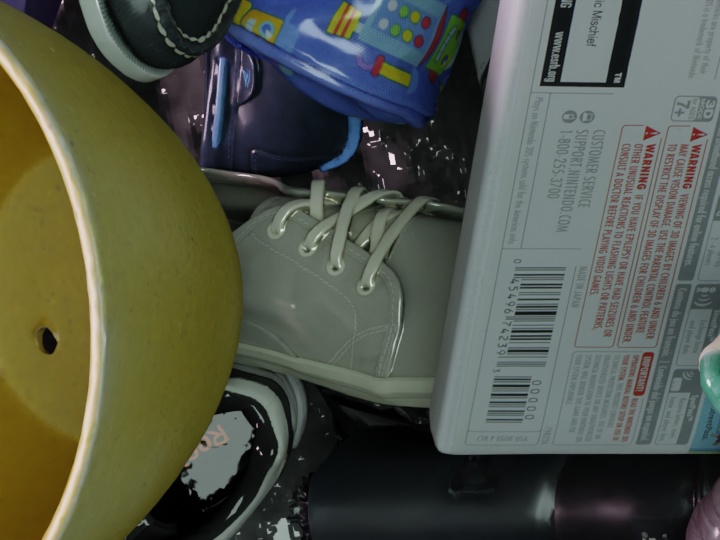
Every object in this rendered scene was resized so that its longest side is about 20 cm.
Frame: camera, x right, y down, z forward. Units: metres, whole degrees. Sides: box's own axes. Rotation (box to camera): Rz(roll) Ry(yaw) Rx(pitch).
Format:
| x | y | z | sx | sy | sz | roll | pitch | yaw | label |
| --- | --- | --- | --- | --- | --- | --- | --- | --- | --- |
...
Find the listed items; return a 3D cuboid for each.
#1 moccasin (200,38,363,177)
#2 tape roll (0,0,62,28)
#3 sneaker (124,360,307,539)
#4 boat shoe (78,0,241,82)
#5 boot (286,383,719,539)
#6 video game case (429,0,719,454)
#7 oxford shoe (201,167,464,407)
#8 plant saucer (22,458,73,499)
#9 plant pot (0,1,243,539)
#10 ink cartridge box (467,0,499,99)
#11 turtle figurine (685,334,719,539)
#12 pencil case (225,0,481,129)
| x | y | z | sx | sy | sz | roll | pitch | yaw | label |
| --- | --- | --- | --- | --- | --- | --- | --- | --- | --- |
| -0.048 | -0.130 | 0.772 | 0.068 | 0.080 | 0.201 | -11 | 91 | 0 | moccasin |
| -0.122 | -0.172 | 0.704 | 0.084 | 0.200 | 0.201 | 13 | 90 | -4 | tape roll |
| -0.101 | 0.098 | 0.772 | 0.200 | 0.080 | 0.074 | -45 | 96 | -1 | sneaker |
| -0.038 | -0.154 | 0.659 | 0.060 | 0.076 | 0.201 | 0 | 76 | 28 | boat shoe |
| 0.073 | 0.025 | 0.775 | 0.167 | 0.201 | 0.077 | -1 | 135 | 22 | boot |
| 0.120 | -0.026 | 0.616 | 0.181 | 0.022 | 0.201 | 1 | 129 | -9 | video game case |
| 0.000 | 0.000 | 0.735 | 0.075 | 0.199 | 0.058 | -48 | 133 | -40 | oxford shoe |
| -0.138 | 0.192 | 0.752 | 0.199 | 0.037 | 0.200 | -26 | 99 | 14 | plant saucer |
| -0.115 | 0.009 | 0.664 | 0.199 | 0.142 | 0.201 | 2 | 94 | 30 | plant pot |
| 0.105 | -0.099 | 0.697 | 0.084 | 0.201 | 0.145 | 22 | 124 | -22 | ink cartridge box |
| 0.157 | 0.027 | 0.588 | 0.149 | 0.200 | 0.101 | 11 | 53 | -1 | turtle figurine |
| 0.019 | -0.149 | 0.714 | 0.087 | 0.078 | 0.201 | 23 | 92 | 23 | pencil case |
